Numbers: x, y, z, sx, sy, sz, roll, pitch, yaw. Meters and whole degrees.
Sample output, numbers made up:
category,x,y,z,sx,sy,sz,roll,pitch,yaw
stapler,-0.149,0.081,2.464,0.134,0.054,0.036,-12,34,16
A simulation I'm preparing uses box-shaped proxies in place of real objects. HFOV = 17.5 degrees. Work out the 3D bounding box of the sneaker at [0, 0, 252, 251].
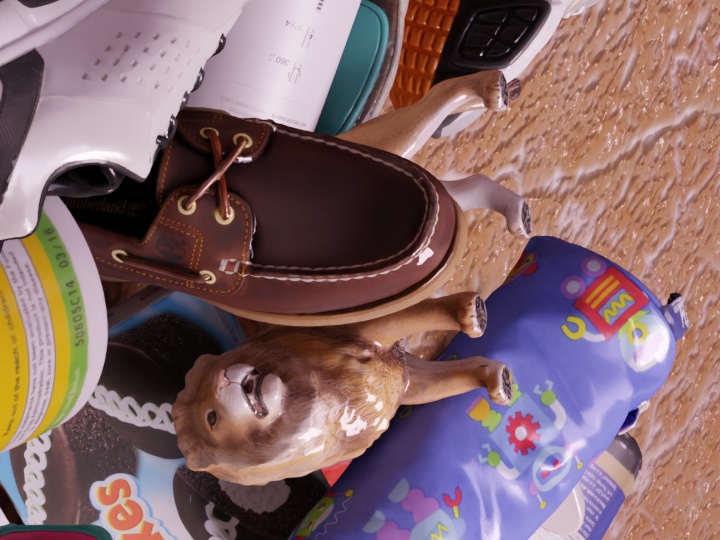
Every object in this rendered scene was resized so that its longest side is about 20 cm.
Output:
category,x,y,z,sx,sy,sz,roll,pitch,yaw
sneaker,-0.088,-0.072,0.837,0.200,0.074,0.080,-35,92,-34

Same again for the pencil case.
category,x,y,z,sx,sy,sz,roll,pitch,yaw
pencil case,0.049,0.077,0.950,0.087,0.078,0.200,46,68,-13

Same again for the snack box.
category,x,y,z,sx,sy,sz,roll,pitch,yaw
snack box,-0.067,0.110,0.968,0.116,0.037,0.200,-30,105,-4

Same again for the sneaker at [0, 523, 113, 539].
category,x,y,z,sx,sy,sz,roll,pitch,yaw
sneaker,-0.117,0.159,0.892,0.200,0.083,0.121,55,36,-64

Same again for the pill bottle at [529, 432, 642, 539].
category,x,y,z,sx,sy,sz,roll,pitch,yaw
pill bottle,0.053,0.153,1.215,0.200,0.112,0.112,-58,145,-11

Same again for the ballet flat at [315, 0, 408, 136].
category,x,y,z,sx,sy,sz,roll,pitch,yaw
ballet flat,0.001,-0.121,1.015,0.062,0.067,0.200,8,101,-66

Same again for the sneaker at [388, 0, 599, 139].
category,x,y,z,sx,sy,sz,roll,pitch,yaw
sneaker,0.087,-0.138,1.123,0.200,0.076,0.092,-57,150,-12

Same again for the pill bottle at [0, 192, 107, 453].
category,x,y,z,sx,sy,sz,roll,pitch,yaw
pill bottle,-0.194,0.034,0.803,0.200,0.111,0.111,-25,129,-45

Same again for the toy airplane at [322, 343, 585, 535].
category,x,y,z,sx,sy,sz,roll,pitch,yaw
toy airplane,0.004,0.080,1.070,0.199,0.141,0.200,25,103,-18

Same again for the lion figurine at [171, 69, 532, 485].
category,x,y,z,sx,sy,sz,roll,pitch,yaw
lion figurine,0.000,0.000,0.934,0.200,0.122,0.073,-76,151,-42

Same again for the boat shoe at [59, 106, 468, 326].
category,x,y,z,sx,sy,sz,roll,pitch,yaw
boat shoe,-0.062,-0.025,0.871,0.070,0.200,0.071,53,45,-59

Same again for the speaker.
category,x,y,z,sx,sy,sz,roll,pitch,yaw
speaker,-0.038,-0.118,0.952,0.081,0.081,0.200,10,102,-55

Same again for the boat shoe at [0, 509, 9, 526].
category,x,y,z,sx,sy,sz,roll,pitch,yaw
boat shoe,-0.163,0.139,0.943,0.068,0.073,0.200,-50,142,-28
